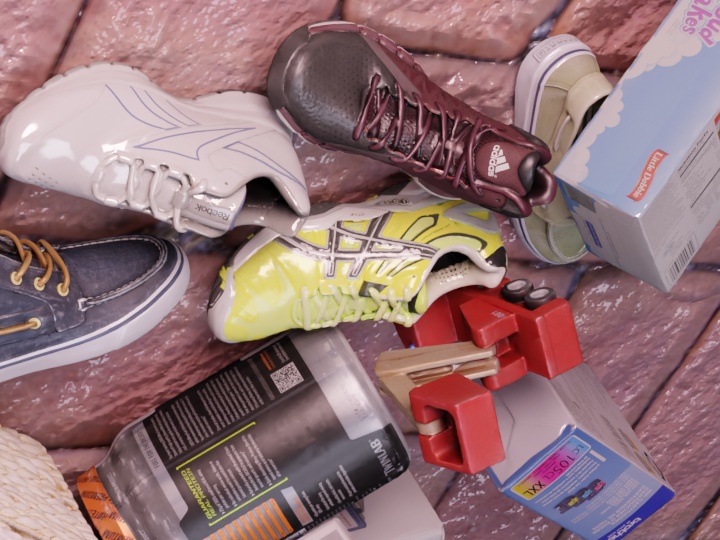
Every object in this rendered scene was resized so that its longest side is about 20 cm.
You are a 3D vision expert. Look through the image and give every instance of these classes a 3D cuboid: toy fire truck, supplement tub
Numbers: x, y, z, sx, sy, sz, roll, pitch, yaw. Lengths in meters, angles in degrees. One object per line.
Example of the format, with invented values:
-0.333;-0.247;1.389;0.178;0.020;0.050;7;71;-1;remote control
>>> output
0.061;0.055;1.317;0.141;0.200;0.049;-25;114;-24;toy fire truck
-0.078;0.127;1.361;0.200;0.123;0.123;-30;143;-4;supplement tub

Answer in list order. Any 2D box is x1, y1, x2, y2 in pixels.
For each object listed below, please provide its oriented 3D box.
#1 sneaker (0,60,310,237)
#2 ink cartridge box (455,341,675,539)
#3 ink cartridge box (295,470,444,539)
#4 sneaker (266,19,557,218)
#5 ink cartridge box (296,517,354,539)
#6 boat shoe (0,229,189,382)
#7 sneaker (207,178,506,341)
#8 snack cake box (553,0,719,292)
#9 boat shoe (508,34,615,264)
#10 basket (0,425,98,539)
-0.109;-0.062;1.158;0.200;0.087;0.075;1;133;-35;sneaker
0.144;0.117;1.499;0.076;0.136;0.200;-41;142;14;ink cartridge box
-0.052;0.229;1.523;0.200;0.088;0.145;-11;138;-25;ink cartridge box
0.046;-0.084;1.206;0.200;0.115;0.076;21;93;-45;sneaker
-0.105;0.258;1.373;0.200;0.045;0.176;-28;164;-32;ink cartridge box
-0.193;0.008;1.187;0.200;0.071;0.091;-23;135;-19;boat shoe
0.000;0.000;1.302;0.200;0.076;0.075;-23;142;-14;sneaker
0.213;-0.100;1.300;0.200;0.067;0.115;-53;151;-11;snack cake box
0.135;-0.064;1.353;0.072;0.062;0.200;-25;142;-12;boat shoe
-0.279;0.188;1.250;0.200;0.161;0.198;-40;143;10;basket
